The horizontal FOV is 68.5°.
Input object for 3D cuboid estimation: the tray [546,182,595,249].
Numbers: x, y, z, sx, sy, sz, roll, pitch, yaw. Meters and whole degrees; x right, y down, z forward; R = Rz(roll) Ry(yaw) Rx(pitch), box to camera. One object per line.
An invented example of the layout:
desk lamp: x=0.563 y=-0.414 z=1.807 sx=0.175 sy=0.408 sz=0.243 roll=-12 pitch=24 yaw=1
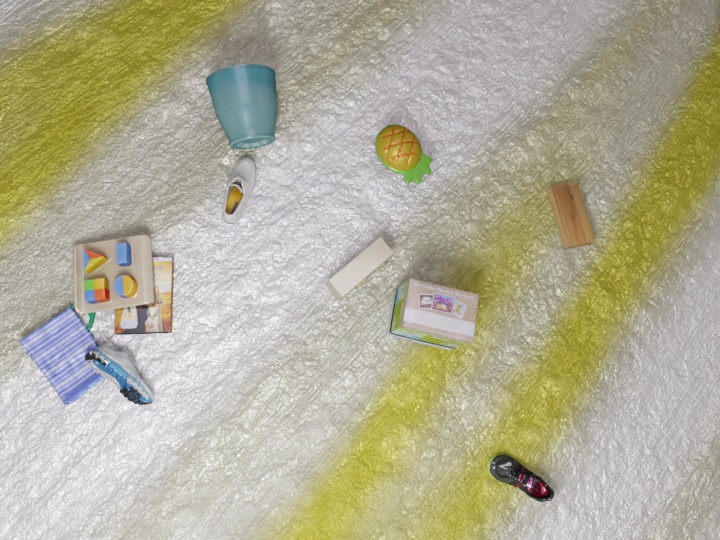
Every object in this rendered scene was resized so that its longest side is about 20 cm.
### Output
tray: x=0.674 y=-0.177 z=1.695 sx=0.096 sy=0.037 sz=0.204 roll=-10 pitch=77 yaw=-13

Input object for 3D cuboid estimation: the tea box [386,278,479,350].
tea box: x=0.192 y=0.124 z=1.447 sx=0.195 sy=0.197 sz=0.137 roll=13 pitch=74 yaw=-6

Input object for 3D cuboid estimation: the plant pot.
plant pot: x=-0.322 y=-0.455 z=1.508 sx=0.196 sy=0.200 sz=0.193 roll=-11 pitch=93 yaw=-13

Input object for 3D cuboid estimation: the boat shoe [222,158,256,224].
boat shoe: x=-0.347 y=-0.236 z=1.508 sx=0.069 sy=0.070 sz=0.204 roll=18 pitch=74 yaw=-5

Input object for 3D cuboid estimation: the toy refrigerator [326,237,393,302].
toy refrigerator: x=0.000 y=0.000 z=1.508 sx=0.199 sy=0.076 sz=0.070 roll=-40 pitch=85 yaw=-17

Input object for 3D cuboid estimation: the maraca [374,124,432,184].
maraca: x=0.131 y=-0.353 z=1.606 sx=0.137 sy=0.107 sz=0.200 roll=-43 pitch=90 yaw=-7

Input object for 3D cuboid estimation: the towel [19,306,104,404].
towel: x=-0.737 y=0.216 z=1.333 sx=0.144 sy=0.024 sz=0.202 roll=-37 pitch=93 yaw=-18

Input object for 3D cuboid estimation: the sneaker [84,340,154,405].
sneaker: x=-0.590 y=0.254 z=1.343 sx=0.200 sy=0.075 sz=0.087 roll=48 pitch=32 yaw=-11

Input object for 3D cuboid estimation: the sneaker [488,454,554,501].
sneaker: x=0.440 y=0.562 z=1.437 sx=0.197 sy=0.084 sz=0.078 roll=27 pitch=72 yaw=-3

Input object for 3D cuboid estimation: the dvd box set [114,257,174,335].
dvd box set: x=-0.574 y=0.067 z=1.411 sx=0.143 sy=0.029 sz=0.205 roll=0 pitch=76 yaw=-10

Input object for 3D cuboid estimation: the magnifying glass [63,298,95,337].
magnifying glass: x=-0.708 y=0.085 z=1.389 sx=0.079 sy=0.022 sz=0.202 roll=31 pitch=74 yaw=-2

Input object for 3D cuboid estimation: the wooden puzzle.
wooden puzzle: x=-0.646 y=0.005 z=1.376 sx=0.195 sy=0.046 sz=0.190 roll=-7 pitch=77 yaw=-5
